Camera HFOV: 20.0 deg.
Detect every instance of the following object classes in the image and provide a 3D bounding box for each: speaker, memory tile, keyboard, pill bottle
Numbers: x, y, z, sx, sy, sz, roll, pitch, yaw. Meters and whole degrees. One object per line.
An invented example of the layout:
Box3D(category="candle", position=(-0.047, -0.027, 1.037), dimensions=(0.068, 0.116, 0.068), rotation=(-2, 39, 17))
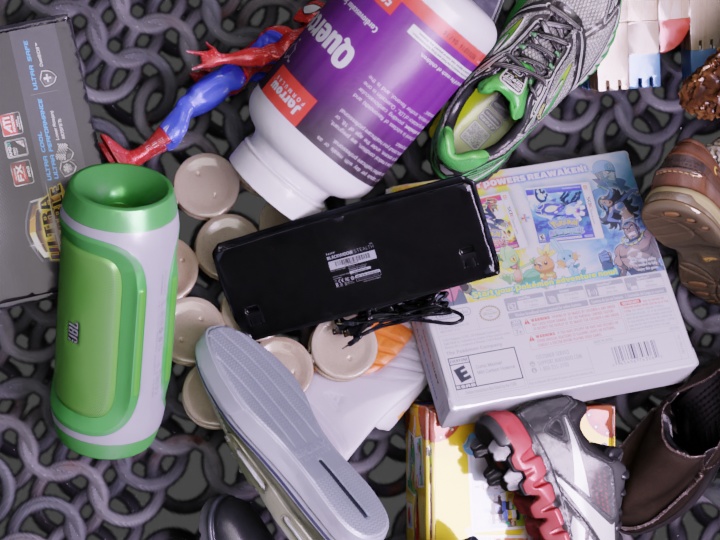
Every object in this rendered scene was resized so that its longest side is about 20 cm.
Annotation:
Box3D(category="speaker", position=(-0.174, 0.030, 1.435), dimensions=(0.088, 0.089, 0.202), rotation=(1, 119, -12))
Box3D(category="memory tile", position=(-0.088, 0.006, 1.501), dimensions=(0.152, 0.017, 0.202), rotation=(-21, 79, -10))
Box3D(category="keyboard", position=(0.000, 0.000, 1.466), dimensions=(0.198, 0.040, 0.105), rotation=(-14, 105, 11))
Box3D(category="pill bottle", position=(-0.002, -0.132, 1.459), dimensions=(0.112, 0.113, 0.200), rotation=(40, 98, -9))

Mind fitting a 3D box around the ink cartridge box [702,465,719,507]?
Box3D(category="ink cartridge box", position=(0.341, 0.127, 1.526), dimensions=(0.082, 0.200, 0.146), rotation=(33, 82, -7))

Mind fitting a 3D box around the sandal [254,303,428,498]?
Box3D(category="sandal", position=(-0.010, 0.097, 1.521), dimensions=(0.079, 0.059, 0.207), rotation=(37, 69, 15))

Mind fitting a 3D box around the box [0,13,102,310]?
Box3D(category="box", position=(-0.286, -0.068, 1.472), dimensions=(0.197, 0.050, 0.202), rotation=(-12, 92, -14))

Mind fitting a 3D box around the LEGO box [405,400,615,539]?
Box3D(category="LEGO box", position=(0.112, 0.200, 1.537), dimensions=(0.147, 0.077, 0.202), rotation=(0, 89, -11))

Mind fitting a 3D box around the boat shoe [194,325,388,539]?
Box3D(category="boat shoe", position=(-0.061, 0.129, 1.431), dimensions=(0.201, 0.072, 0.062), rotation=(53, 123, 20))

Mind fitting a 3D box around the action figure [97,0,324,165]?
Box3D(category="action figure", position=(-0.103, -0.139, 1.501), dimensions=(0.199, 0.065, 0.052), rotation=(-32, 86, -12))

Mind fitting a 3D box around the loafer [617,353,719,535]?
Box3D(category="loafer", position=(0.237, 0.124, 1.527), dimensions=(0.073, 0.071, 0.201), rotation=(51, 122, 25))

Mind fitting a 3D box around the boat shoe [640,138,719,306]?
Box3D(category="boat shoe", position=(0.272, -0.029, 1.537), dimensions=(0.071, 0.200, 0.068), rotation=(5, 66, 31))

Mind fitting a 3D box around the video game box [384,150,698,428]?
Box3D(category="video game box", position=(0.131, 0.011, 1.523), dimensions=(0.198, 0.047, 0.184), rotation=(-9, 69, -15))

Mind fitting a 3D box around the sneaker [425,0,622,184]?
Box3D(category="sneaker", position=(0.125, -0.143, 1.482), dimensions=(0.078, 0.085, 0.201), rotation=(35, 91, -1))

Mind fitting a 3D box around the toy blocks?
Box3D(category="toy blocks", position=(0.197, -0.198, 1.562), dimensions=(0.198, 0.100, 0.138), rotation=(-5, 101, -10))

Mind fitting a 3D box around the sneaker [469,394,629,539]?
Box3D(category="sneaker", position=(0.160, 0.178, 1.471), dimensions=(0.097, 0.071, 0.202), rotation=(-27, 98, -15))

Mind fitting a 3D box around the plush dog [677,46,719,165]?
Box3D(category="plush dog", position=(0.338, -0.137, 1.530), dimensions=(0.200, 0.160, 0.172), rotation=(-43, 122, -8))

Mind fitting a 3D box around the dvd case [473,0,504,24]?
Box3D(category="dvd case", position=(0.064, -0.285, 1.530), dimensions=(0.148, 0.016, 0.202), rotation=(20, 84, 20))

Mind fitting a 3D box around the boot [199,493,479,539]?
Box3D(category="boot", position=(-0.003, 0.223, 1.465), dimensions=(0.198, 0.066, 0.166), rotation=(-14, 104, 29))
